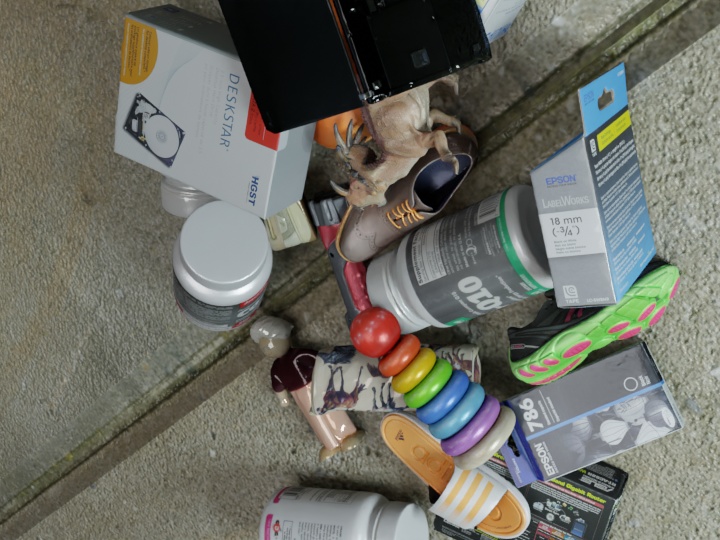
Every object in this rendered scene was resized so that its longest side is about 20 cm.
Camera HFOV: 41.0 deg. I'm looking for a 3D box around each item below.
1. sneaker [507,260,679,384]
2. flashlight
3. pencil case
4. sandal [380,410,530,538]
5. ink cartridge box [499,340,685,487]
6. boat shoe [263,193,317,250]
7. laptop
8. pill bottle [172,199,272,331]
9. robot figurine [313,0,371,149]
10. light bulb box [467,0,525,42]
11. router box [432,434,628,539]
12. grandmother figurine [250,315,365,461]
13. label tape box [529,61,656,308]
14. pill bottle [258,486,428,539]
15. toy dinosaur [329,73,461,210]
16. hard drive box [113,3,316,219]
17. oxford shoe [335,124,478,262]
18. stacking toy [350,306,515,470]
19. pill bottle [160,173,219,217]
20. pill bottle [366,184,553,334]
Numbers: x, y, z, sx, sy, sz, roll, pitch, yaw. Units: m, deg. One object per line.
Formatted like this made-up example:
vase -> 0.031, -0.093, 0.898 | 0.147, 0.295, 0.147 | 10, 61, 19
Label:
sneaker -> 0.234, 0.041, 1.002 | 0.200, 0.077, 0.084 | -32, 54, 18
flashlight -> 0.000, 0.000, 1.129 | 0.068, 0.068, 0.200 | -23, 105, -10
pencil case -> 0.038, 0.129, 1.110 | 0.200, 0.078, 0.090 | -1, 108, 4
sandal -> 0.094, 0.244, 1.102 | 0.207, 0.059, 0.079 | 34, 123, 20
ink cartridge box -> 0.233, 0.159, 1.038 | 0.200, 0.039, 0.100 | -28, 81, 21
boat shoe -> -0.112, -0.114, 1.096 | 0.065, 0.072, 0.200 | -19, 115, 7
laptop -> -0.012, -0.239, 0.867 | 0.177, 0.200, 0.103 | 70, 166, -13
pill bottle -> -0.163, -0.004, 1.130 | 0.114, 0.114, 0.200 | 46, 162, 5
robot figurine -> -0.039, -0.212, 1.029 | 0.200, 0.144, 0.117 | 52, 156, 1
light bulb box -> 0.090, -0.343, 0.896 | 0.198, 0.125, 0.200 | 39, 124, 9
router box -> 0.195, 0.271, 1.131 | 0.200, 0.062, 0.150 | 21, 119, 20
grandmother figurine -> -0.071, 0.143, 1.231 | 0.121, 0.061, 0.200 | -31, 96, 26
label tape box -> 0.220, -0.084, 0.921 | 0.063, 0.144, 0.200 | -5, 107, 33
pill bottle -> -0.021, 0.343, 1.251 | 0.200, 0.113, 0.113 | -3, 108, 30
toy dinosaur -> 0.029, -0.157, 0.951 | 0.135, 0.086, 0.200 | -2, 99, 10
hard drive box -> -0.148, -0.167, 0.994 | 0.200, 0.077, 0.156 | 23, 120, 19
oxford shoe -> 0.045, -0.075, 1.034 | 0.071, 0.073, 0.200 | 38, 112, -17
stacking toy -> 0.069, 0.116, 1.026 | 0.200, 0.085, 0.085 | 45, 125, -4
pill bottle -> -0.188, -0.170, 1.130 | 0.114, 0.114, 0.200 | 14, 116, 24
pill bottle -> 0.111, -0.005, 1.033 | 0.200, 0.113, 0.113 | -24, 97, 35
